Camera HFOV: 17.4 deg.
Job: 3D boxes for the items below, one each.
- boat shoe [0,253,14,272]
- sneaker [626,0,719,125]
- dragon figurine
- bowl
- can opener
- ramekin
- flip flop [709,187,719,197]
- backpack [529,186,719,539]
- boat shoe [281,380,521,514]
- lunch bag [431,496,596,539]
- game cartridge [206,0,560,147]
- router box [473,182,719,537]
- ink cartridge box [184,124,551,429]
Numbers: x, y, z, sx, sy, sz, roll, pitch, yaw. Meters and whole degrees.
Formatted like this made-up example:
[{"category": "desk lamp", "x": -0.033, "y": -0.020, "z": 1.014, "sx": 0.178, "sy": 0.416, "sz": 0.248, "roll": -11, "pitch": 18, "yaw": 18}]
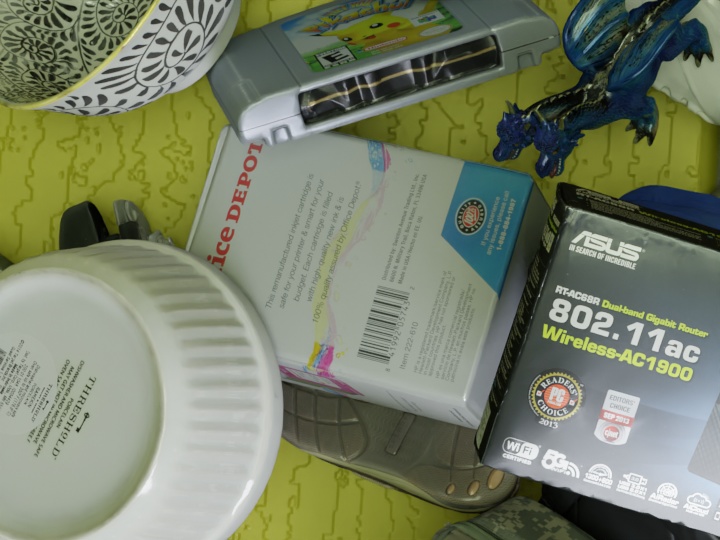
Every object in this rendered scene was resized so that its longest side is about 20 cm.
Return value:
[{"category": "boat shoe", "x": -0.198, "y": 0.069, "z": 1.485, "sx": 0.071, "sy": 0.070, "sz": 0.201, "roll": -42, "pitch": 94, "yaw": 1}, {"category": "sneaker", "x": 0.207, "y": -0.133, "z": 1.448, "sx": 0.087, "sy": 0.074, "sz": 0.200, "roll": -35, "pitch": 69, "yaw": 19}, {"category": "dragon figurine", "x": 0.158, "y": -0.133, "z": 1.378, "sx": 0.059, "sy": 0.099, "sz": 0.200, "roll": 40, "pitch": 101, "yaw": 26}, {"category": "bowl", "x": -0.136, "y": -0.167, "z": 1.434, "sx": 0.094, "sy": 0.201, "sz": 0.201, "roll": 32, "pitch": 96, "yaw": -38}, {"category": "can opener", "x": -0.133, "y": 0.048, "z": 1.460, "sx": 0.066, "sy": 0.053, "sz": 0.201, "roll": -22, "pitch": 70, "yaw": 12}, {"category": "ramekin", "x": -0.155, "y": 0.080, "z": 1.363, "sx": 0.200, "sy": 0.105, "sz": 0.201, "roll": -2, "pitch": 86, "yaw": 25}, {"category": "flip flop", "x": 0.274, "y": -0.052, "z": 1.460, "sx": 0.200, "sy": 0.058, "sz": 0.081, "roll": -35, "pitch": 89, "yaw": 7}, {"category": "backpack", "x": 0.187, "y": 0.050, "z": 1.388, "sx": 0.162, "sy": 0.168, "sz": 0.201, "roll": 9, "pitch": 121, "yaw": 40}, {"category": "boat shoe", "x": 0.011, "y": 0.104, "z": 1.471, "sx": 0.200, "sy": 0.073, "sz": 0.075, "roll": 28, "pitch": 75, "yaw": 24}, {"category": "lunch bag", "x": 0.063, "y": 0.248, "z": 1.365, "sx": 0.139, "sy": 0.168, "sz": 0.201, "roll": 34, "pitch": 124, "yaw": 28}, {"category": "game cartridge", "x": 0.009, "y": -0.134, "z": 1.426, "sx": 0.199, "sy": 0.133, "sz": 0.041, "roll": -17, "pitch": 111, "yaw": -8}, {"category": "router box", "x": 0.177, "y": 0.055, "z": 1.248, "sx": 0.199, "sy": 0.062, "sz": 0.150, "roll": 16, "pitch": 104, "yaw": -2}, {"category": "ink cartridge box", "x": 0.000, "y": 0.000, "z": 1.423, "sx": 0.199, "sy": 0.085, "sz": 0.145, "roll": 14, "pitch": 78, "yaw": 19}]
